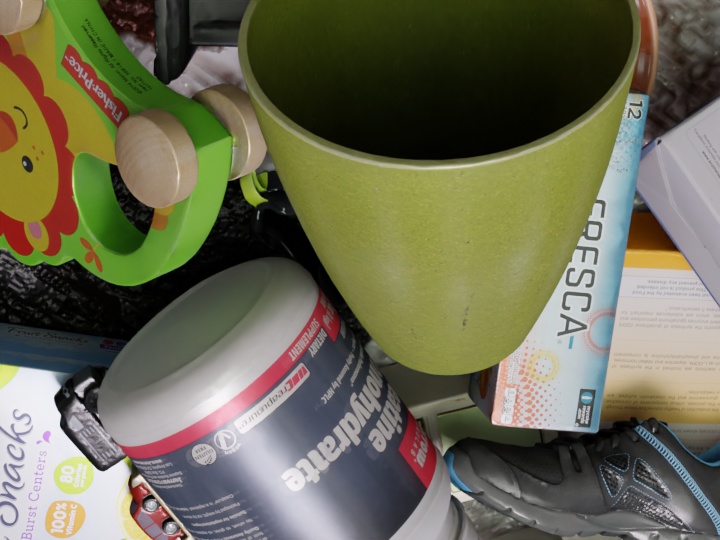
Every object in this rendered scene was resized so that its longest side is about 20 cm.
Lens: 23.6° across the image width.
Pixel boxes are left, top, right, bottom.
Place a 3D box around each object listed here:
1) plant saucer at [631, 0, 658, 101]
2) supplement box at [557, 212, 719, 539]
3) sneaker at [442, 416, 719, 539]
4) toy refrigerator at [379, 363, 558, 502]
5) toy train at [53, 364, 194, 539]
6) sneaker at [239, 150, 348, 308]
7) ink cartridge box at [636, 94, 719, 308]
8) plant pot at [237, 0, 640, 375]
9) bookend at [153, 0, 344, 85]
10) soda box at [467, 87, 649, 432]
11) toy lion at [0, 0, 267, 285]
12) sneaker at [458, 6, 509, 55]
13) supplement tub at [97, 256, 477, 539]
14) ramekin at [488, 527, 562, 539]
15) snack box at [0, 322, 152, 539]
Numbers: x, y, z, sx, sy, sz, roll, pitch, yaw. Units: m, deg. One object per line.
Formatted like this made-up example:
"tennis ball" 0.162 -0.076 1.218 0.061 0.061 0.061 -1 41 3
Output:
"plant saucer" 0.075 -0.124 1.010 0.200 0.032 0.201 -3 112 -8
"supplement box" 0.191 0.068 1.085 0.126 0.074 0.201 3 111 -10
"sneaker" 0.143 0.121 1.031 0.199 0.073 0.082 15 92 -18
"toy refrigerator" 0.020 0.108 1.076 0.199 0.070 0.076 -13 113 -4
"toy train" -0.114 0.138 1.015 0.046 0.034 0.200 -34 115 5
"sneaker" 0.000 0.000 1.006 0.072 0.083 0.200 -28 123 38
"ink cartridge box" 0.275 -0.066 0.999 0.200 0.076 0.137 -34 88 -12
"plant pot" 0.041 -0.045 0.869 0.186 0.187 0.200 -10 137 -5
"bookend" -0.008 -0.201 0.906 0.198 0.092 0.201 2 107 1
"soda box" 0.112 -0.011 0.994 0.068 0.064 0.201 5 102 -11
"toy lion" -0.158 -0.069 0.911 0.200 0.069 0.192 47 136 17
"sneaker" 0.062 -0.139 0.941 0.074 0.082 0.200 35 105 -21
"supplement tub" -0.038 0.106 0.958 0.140 0.140 0.200 -34 109 5
"ramekin" 0.135 0.236 1.083 0.199 0.200 0.098 -10 105 -5
"snack box" -0.199 0.138 1.053 0.168 0.068 0.201 9 109 -13
